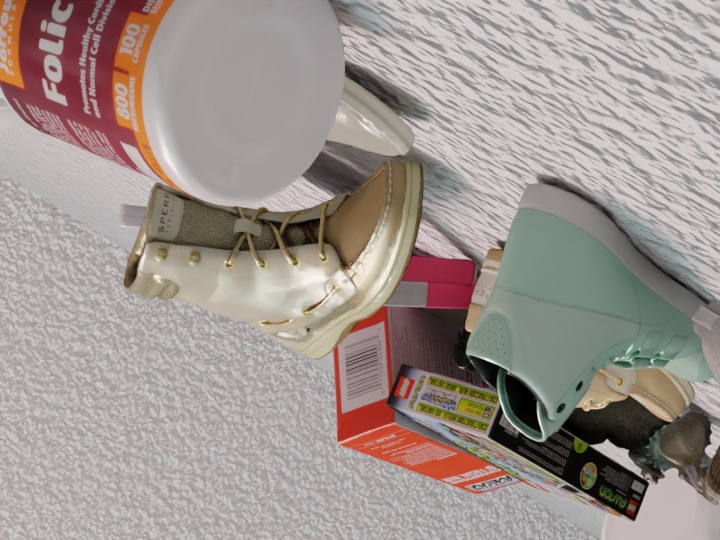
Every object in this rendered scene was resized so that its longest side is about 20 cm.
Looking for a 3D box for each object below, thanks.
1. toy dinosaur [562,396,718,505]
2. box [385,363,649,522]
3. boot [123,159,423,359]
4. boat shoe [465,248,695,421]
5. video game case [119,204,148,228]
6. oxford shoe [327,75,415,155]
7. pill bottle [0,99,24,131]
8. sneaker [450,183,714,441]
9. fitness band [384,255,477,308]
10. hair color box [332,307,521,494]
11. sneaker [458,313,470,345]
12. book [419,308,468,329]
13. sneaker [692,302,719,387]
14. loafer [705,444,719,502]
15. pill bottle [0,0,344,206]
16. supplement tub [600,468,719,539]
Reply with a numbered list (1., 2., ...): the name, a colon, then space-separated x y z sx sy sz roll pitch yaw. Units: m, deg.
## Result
1. toy dinosaur: 0.206 0.120 1.299 0.198 0.078 0.102 24 163 16
2. box: 0.122 0.133 1.236 0.109 0.035 0.199 13 166 48
3. boot: -0.058 -0.021 1.015 0.153 0.073 0.200 19 146 -16
4. boat shoe: 0.146 0.060 1.112 0.199 0.070 0.074 34 172 -26
5. video game case: -0.070 -0.031 1.176 0.197 0.018 0.143 5 -179 -4
6. oxford shoe: -0.056 -0.096 0.905 0.199 0.058 0.075 24 169 28
7. pill bottle: -0.263 -0.151 1.120 0.112 0.113 0.200 32 173 -20
8. sneaker: 0.128 0.047 0.907 0.073 0.119 0.200 19 168 47
9. fitness band: 0.000 0.000 1.195 0.143 0.038 0.199 10 -176 44
10. hair color box: 0.060 0.105 1.323 0.063 0.112 0.199 -21 149 33
11. sneaker: 0.109 0.058 1.232 0.079 0.076 0.200 31 173 9
12. book: 0.039 0.024 1.418 0.133 0.048 0.199 25 174 43
13. sneaker: 0.247 0.072 0.875 0.200 0.075 0.082 45 178 -42
14. loafer: 0.300 0.145 1.066 0.068 0.076 0.200 38 170 -17
15. pill bottle: -0.112 -0.111 0.794 0.199 0.115 0.114 22 170 42
16. supplement tub: 0.340 0.278 1.558 0.199 0.141 0.140 34 171 -30
